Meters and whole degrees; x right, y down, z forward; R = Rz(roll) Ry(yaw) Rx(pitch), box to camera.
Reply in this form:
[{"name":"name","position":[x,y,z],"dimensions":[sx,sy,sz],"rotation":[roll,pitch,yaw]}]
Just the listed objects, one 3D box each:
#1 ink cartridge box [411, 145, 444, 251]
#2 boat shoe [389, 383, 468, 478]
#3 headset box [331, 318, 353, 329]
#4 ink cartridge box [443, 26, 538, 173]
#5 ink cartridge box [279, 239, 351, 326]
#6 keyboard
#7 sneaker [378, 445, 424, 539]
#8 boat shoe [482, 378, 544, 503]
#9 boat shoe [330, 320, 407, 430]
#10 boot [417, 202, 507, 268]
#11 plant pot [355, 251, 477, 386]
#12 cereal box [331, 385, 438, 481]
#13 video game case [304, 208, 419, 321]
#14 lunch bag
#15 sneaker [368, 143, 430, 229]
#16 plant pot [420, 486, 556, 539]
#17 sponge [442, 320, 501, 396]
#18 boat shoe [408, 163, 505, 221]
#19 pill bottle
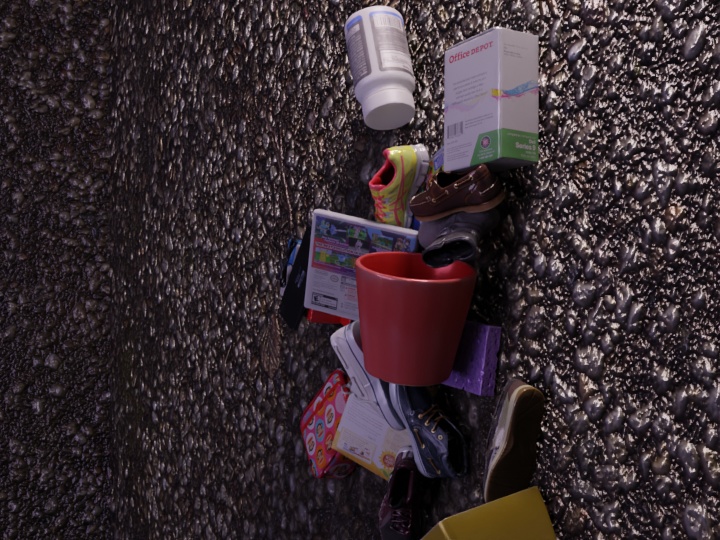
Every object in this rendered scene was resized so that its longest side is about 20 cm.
[{"name":"ink cartridge box","position":[0.133,-0.129,1.705],"dimensions":[0.200,0.042,0.121],"rotation":[-44,50,52]},{"name":"boat shoe","position":[0.118,0.247,1.634],"dimensions":[0.090,0.070,0.202],"rotation":[-9,104,53]},{"name":"headset box","position":[0.008,0.016,1.869],"dimensions":[0.148,0.074,0.202],"rotation":[28,111,59]},{"name":"ink cartridge box","position":[0.203,-0.259,1.548],"dimensions":[0.145,0.087,0.203],"rotation":[-7,83,59]},{"name":"ink cartridge box","position":[-0.079,0.025,1.879],"dimensions":[0.200,0.067,0.118],"rotation":[35,118,58]},{"name":"keyboard","position":[-0.115,0.002,1.857],"dimensions":[0.127,0.020,0.202],"rotation":[49,126,45]},{"name":"sneaker","position":[0.063,0.407,1.687],"dimensions":[0.115,0.075,0.203],"rotation":[-29,-55,-75]},{"name":"boat shoe","position":[0.224,0.259,1.489],"dimensions":[0.065,0.072,0.202],"rotation":[-133,55,-64]},{"name":"boat shoe","position":[0.007,0.188,1.679],"dimensions":[0.086,0.075,0.203],"rotation":[-24,103,34]},{"name":"boot","position":[0.132,-0.051,1.585],"dimensions":[0.070,0.132,0.199],"rotation":[51,144,-9]},{"name":"plant pot","position":[0.083,0.077,1.584],"dimensions":[0.200,0.198,0.180],"rotation":[25,114,58]},{"name":"cereal box","position":[0.041,0.261,1.754],"dimensions":[0.143,0.039,0.202],"rotation":[28,115,17]},{"name":"video game case","position":[0.000,0.000,1.746],"dimensions":[0.198,0.023,0.184],"rotation":[14,110,20]},{"name":"lunch bag","position":[-0.043,0.290,1.936],"dimensions":[0.201,0.081,0.177],"rotation":[-56,38,39]},{"name":"sneaker","position":[0.048,-0.130,1.725],"dimensions":[0.078,0.089,0.202],"rotation":[46,127,51]},{"name":"plant pot","position":[0.184,0.456,1.429],"dimensions":[0.177,0.198,0.201],"rotation":[60,137,27]},{"name":"sponge","position":[0.157,0.135,1.646],"dimensions":[0.199,0.030,0.113],"rotation":[9,95,61]},{"name":"boat shoe","position":[0.142,-0.128,1.564],"dimensions":[0.199,0.071,0.071],"rotation":[-10,123,52]},{"name":"pill bottle","position":[0.038,-0.368,1.815],"dimensions":[0.114,0.113,0.202],"rotation":[-37,56,53]}]
